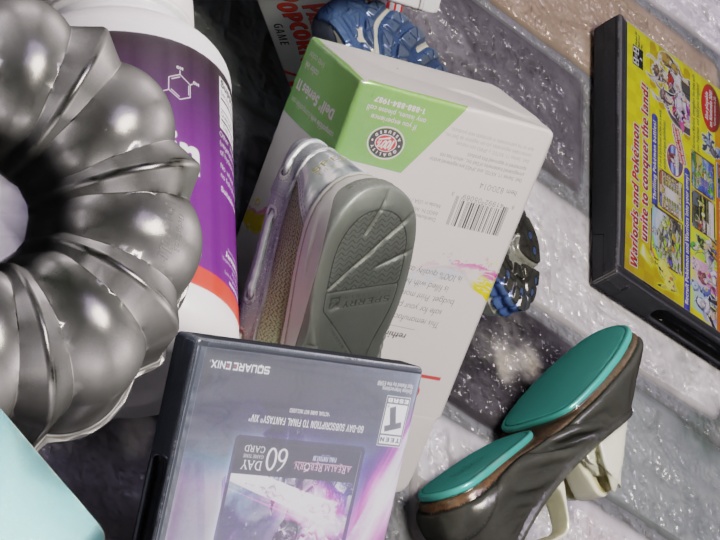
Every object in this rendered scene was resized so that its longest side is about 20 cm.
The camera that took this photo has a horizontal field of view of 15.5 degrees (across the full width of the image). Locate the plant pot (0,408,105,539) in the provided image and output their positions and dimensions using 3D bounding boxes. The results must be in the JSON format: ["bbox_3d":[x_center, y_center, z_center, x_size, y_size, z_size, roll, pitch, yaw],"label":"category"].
[{"bbox_3d":[-0.228,0.126,0.967,0.142,0.141,0.200,51,47,-12],"label":"plant pot"}]

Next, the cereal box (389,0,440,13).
[{"bbox_3d":[0.017,-0.208,1.316,0.200,0.039,0.145,-4,111,-73],"label":"cereal box"}]

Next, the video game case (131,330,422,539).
[{"bbox_3d":[-0.046,0.133,1.172,0.142,0.019,0.202,9,94,-46],"label":"video game case"}]

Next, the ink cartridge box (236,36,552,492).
[{"bbox_3d":[0.000,0.000,1.292,0.116,0.201,0.067,13,17,-31],"label":"ink cartridge box"}]

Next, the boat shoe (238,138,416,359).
[{"bbox_3d":[-0.033,0.040,1.224,0.074,0.203,0.065,-6,31,-40],"label":"boat shoe"}]

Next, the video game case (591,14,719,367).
[{"bbox_3d":[0.213,-0.037,1.662,0.180,0.025,0.201,32,47,-33],"label":"video game case"}]

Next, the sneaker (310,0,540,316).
[{"bbox_3d":[0.015,-0.049,1.378,0.201,0.085,0.077,60,31,-25],"label":"sneaker"}]

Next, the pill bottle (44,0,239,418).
[{"bbox_3d":[-0.113,-0.041,1.217,0.112,0.112,0.201,23,51,-38],"label":"pill bottle"}]

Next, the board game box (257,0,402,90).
[{"bbox_3d":[-0.015,-0.200,1.432,0.152,0.046,0.201,69,24,-46],"label":"board game box"}]

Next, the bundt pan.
[{"bbox_3d":[-0.152,-0.024,1.068,0.200,0.076,0.204,5,77,-21],"label":"bundt pan"}]

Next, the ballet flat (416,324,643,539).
[{"bbox_3d":[0.098,0.104,1.414,0.200,0.068,0.069,-38,106,-42],"label":"ballet flat"}]
